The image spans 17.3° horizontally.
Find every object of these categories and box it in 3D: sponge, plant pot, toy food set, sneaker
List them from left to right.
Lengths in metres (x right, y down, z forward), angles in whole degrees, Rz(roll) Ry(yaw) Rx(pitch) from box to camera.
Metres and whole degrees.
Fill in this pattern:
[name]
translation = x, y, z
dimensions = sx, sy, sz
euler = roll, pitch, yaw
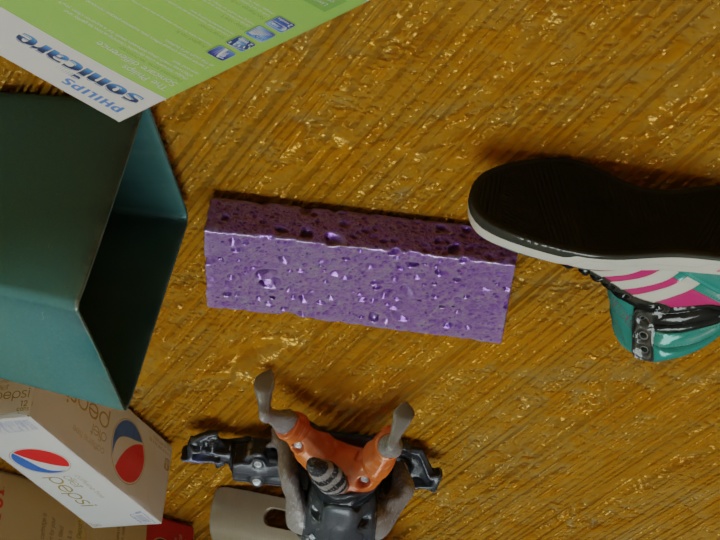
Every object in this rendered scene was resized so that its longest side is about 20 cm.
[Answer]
[plant pot]
translation = -0.229, -0.022, 1.434
dimensions = 0.200, 0.141, 0.141
euler = 10, 153, 12
[toy food set]
translation = -0.030, 0.239, 1.978
dimensions = 0.143, 0.060, 0.200
euler = 9, 153, 21
[sponge]
translation = 0.000, 0.000, 1.532
dimensions = 0.200, 0.030, 0.112
euler = 7, 152, 0
[sneaker]
translation = 0.155, -0.004, 1.441
dimensions = 0.200, 0.084, 0.121
euler = 8, 143, -5

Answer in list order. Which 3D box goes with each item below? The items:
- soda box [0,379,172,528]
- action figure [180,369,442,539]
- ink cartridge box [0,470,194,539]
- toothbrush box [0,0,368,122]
[soda box]
translation = -0.217, 0.124, 1.777
dimensions = 0.064, 0.068, 0.200
euler = -6, 149, 24
[action figure]
translation = -0.042, 0.156, 1.766
dimensions = 0.200, 0.105, 0.193
euler = 2, 142, 6
[ink cartridge box]
translation = -0.245, 0.263, 1.953
dimensions = 0.200, 0.148, 0.086
euler = 18, 139, -19
[toothbrush box]
translation = -0.108, -0.167, 1.180
dimensions = 0.146, 0.086, 0.200
euler = 28, 145, -35
